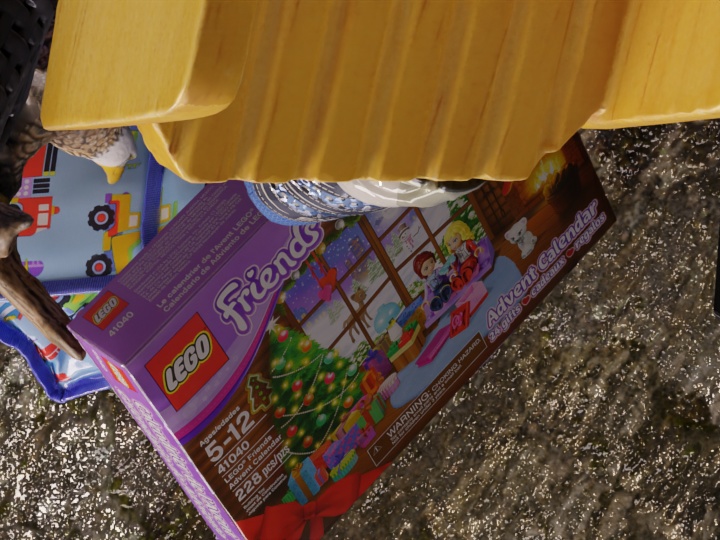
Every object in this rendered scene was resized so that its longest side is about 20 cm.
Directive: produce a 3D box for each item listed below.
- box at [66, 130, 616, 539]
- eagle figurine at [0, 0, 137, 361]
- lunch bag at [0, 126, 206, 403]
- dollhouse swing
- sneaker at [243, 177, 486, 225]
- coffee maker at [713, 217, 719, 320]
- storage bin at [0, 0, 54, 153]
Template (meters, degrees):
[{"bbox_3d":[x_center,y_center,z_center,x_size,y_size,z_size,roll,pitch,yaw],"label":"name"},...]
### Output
[{"bbox_3d":[0.000,0.000,0.891,0.039,0.200,0.137,29,159,42],"label":"box"},{"bbox_3d":[-0.093,-0.085,0.912,0.200,0.152,0.151,-45,-173,-14],"label":"eagle figurine"},{"bbox_3d":[-0.056,-0.045,1.005,0.199,0.152,0.094,-11,146,25],"label":"lunch bag"},{"bbox_3d":[0.061,-0.082,0.592,0.199,0.183,0.175,-2,-157,-38],"label":"dollhouse swing"},{"bbox_3d":[0.019,-0.078,0.795,0.085,0.077,0.200,-24,-166,37],"label":"sneaker"},{"bbox_3d":[0.182,-0.074,0.877,0.134,0.202,0.192,0,-177,22],"label":"coffee maker"},{"bbox_3d":[-0.197,-0.063,0.672,0.199,0.094,0.135,27,165,-6],"label":"storage bin"}]
